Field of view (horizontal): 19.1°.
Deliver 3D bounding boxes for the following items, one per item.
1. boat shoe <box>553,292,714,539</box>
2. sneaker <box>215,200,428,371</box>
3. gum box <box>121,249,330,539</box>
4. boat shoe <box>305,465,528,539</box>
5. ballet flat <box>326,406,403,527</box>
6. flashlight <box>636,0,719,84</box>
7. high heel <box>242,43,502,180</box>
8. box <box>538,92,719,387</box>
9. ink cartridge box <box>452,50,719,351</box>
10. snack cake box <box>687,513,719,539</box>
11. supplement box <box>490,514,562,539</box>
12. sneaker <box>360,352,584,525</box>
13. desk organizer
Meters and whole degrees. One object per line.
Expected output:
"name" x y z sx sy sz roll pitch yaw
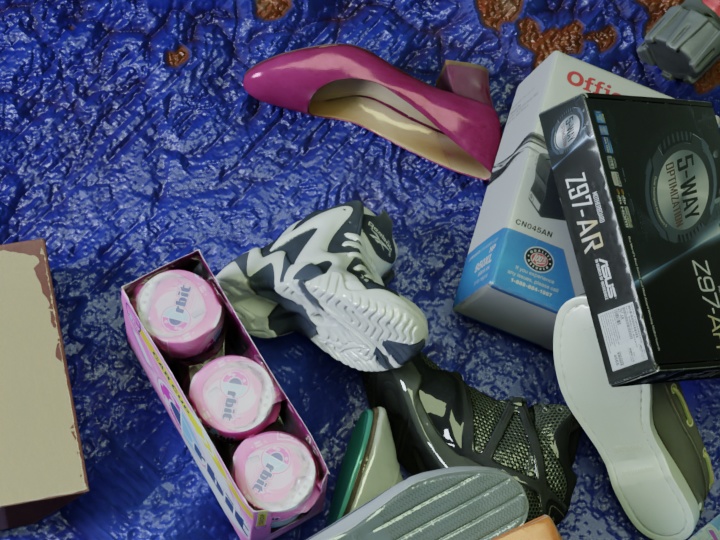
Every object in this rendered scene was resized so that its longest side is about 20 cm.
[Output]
"boat shoe" 0.198 0.097 1.539 0.060 0.072 0.202 -45 117 -47
"sneaker" 0.000 0.000 1.563 0.130 0.199 0.080 -44 119 -29
"gum box" -0.095 0.099 1.533 0.066 0.114 0.200 -28 74 -13
"boat shoe" 0.015 0.184 1.471 0.200 0.067 0.074 -18 93 -13
"ballet flat" -0.001 0.199 1.533 0.069 0.069 0.200 19 77 3
"flashlight" 0.310 -0.230 1.707 0.068 0.068 0.200 40 71 8
"high heel" 0.011 -0.118 1.642 0.200 0.067 0.096 0 59 -7
"box" 0.212 -0.022 1.507 0.160 0.044 0.200 0 73 -47
"ink cartridge box" 0.171 -0.043 1.605 0.145 0.084 0.200 21 69 -11
"snack cake box" 0.233 0.252 1.477 0.200 0.067 0.115 -29 74 -43
"supplement box" 0.104 0.226 1.454 0.069 0.200 0.067 -24 73 -7
"sneaker" 0.085 0.111 1.565 0.114 0.076 0.199 -26 63 -29
"desk organizer" -0.250 0.082 1.553 0.077 0.072 0.200 -9 71 -10
